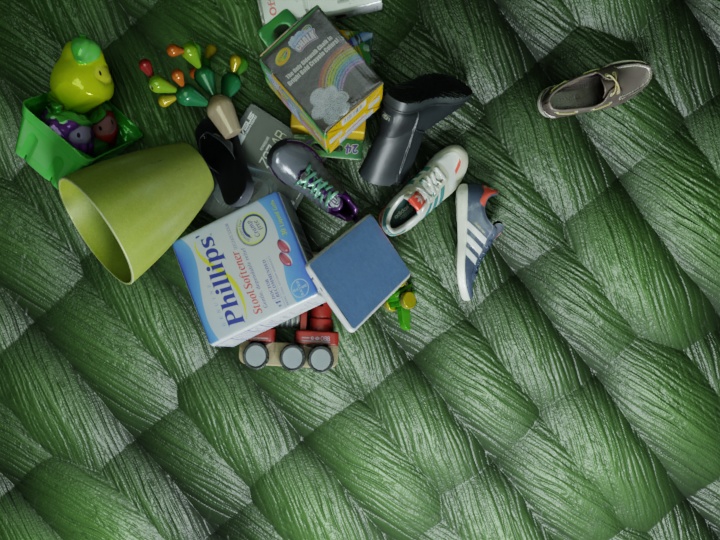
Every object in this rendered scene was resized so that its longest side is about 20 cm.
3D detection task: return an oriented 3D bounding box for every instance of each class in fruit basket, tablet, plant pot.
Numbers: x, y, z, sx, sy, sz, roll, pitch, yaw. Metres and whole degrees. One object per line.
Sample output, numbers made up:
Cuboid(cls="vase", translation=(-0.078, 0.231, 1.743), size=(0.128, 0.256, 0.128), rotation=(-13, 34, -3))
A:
Cuboid(cls="fruit basket", translation=(-0.439, -0.258, 1.216), size=(0.155, 0.216, 0.216), rotation=(41, 99, -7))
Cuboid(cls="tablet", translation=(0.000, 0.000, 1.242), size=(0.014, 0.200, 0.131), rotation=(-30, 98, 42))
Cuboid(cls="plant pot", translation=(-0.335, -0.113, 1.198), size=(0.199, 0.186, 0.189), rotation=(-38, 100, -27))

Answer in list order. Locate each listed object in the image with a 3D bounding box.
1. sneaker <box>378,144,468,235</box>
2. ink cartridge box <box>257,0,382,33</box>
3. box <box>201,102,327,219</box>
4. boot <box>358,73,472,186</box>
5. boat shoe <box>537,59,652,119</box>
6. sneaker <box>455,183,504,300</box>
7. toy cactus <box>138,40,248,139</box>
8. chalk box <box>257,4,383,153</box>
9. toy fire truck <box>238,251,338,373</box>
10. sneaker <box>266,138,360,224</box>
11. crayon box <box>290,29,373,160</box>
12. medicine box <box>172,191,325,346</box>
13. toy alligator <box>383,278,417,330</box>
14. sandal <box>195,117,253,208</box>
Cuboid(cls="sneaker", translation=(0.111, -0.130, 1.291), size=(0.199, 0.093, 0.070), rotation=(-43, 98, 8))
Cuboid(cls="ink cartridge box", translation=(-0.073, -0.481, 1.229), size=(0.196, 0.083, 0.148), rotation=(-10, 100, 3))
Cuboid(cls="box", translation=(-0.170, -0.160, 1.313), size=(0.159, 0.044, 0.202), rotation=(32, 100, -6))
Cuboid(cls="boot", translation=(0.089, -0.233, 1.276), size=(0.076, 0.198, 0.170), rotation=(43, 135, 25))
Cuboid(cls="boat shoe", translation=(0.398, -0.304, 1.273), size=(0.196, 0.060, 0.073), rotation=(-15, 100, 3))
Cuboid(cls="sneaker", translation=(0.207, -0.048, 1.316), size=(0.083, 0.075, 0.205), rotation=(0, 101, 5))
Cuboid(cls="toy cactus", translation=(-0.251, -0.289, 1.229), size=(0.101, 0.199, 0.167), rotation=(-29, 88, 36))
Cuboid(cls="chalk box", translation=(-0.073, -0.306, 1.171), size=(0.124, 0.124, 0.201), rotation=(-40, 86, -3))
Cuboid(cls="toy fire truck", translation=(-0.121, 0.074, 1.331), size=(0.172, 0.129, 0.205), rotation=(4, 84, -4))
Cuboid(cls="sneaker", translation=(-0.067, -0.144, 1.241), size=(0.075, 0.087, 0.199), rotation=(-53, 141, 5))
Cuboid(cls="crayon box", translation=(-0.048, -0.293, 1.256), size=(0.123, 0.052, 0.205), rotation=(4, 86, -1))
Cuboid(cls="medicine box", translation=(-0.176, 0.002, 1.244), size=(0.197, 0.103, 0.185), rotation=(-25, 81, 6))
Cuboid(cls="toy alligator", translation=(0.057, 0.006, 1.342), size=(0.054, 0.059, 0.203), rotation=(-30, 99, -37))
Cuboid(cls="sandal", translation=(-0.228, -0.189, 1.246), size=(0.076, 0.201, 0.043), rotation=(-47, 142, 19))
